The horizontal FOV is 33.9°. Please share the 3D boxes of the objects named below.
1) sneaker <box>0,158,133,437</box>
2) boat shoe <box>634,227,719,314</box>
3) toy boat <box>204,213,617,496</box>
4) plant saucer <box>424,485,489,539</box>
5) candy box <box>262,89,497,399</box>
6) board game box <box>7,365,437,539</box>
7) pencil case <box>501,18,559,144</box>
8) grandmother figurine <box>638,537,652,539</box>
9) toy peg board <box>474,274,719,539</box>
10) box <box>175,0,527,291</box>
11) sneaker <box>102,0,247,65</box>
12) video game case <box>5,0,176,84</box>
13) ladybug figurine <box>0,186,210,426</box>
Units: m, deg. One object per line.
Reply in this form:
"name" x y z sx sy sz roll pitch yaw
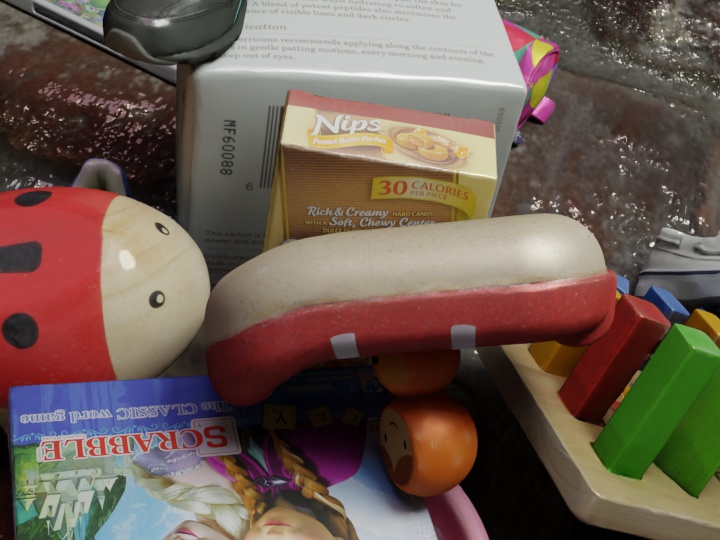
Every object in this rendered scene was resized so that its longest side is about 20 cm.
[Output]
"sneaker" -0.181 0.013 0.711 0.075 0.077 0.201 10 45 -6
"boat shoe" 0.255 -0.013 0.766 0.074 0.202 0.087 16 86 -16
"toy boat" 0.025 0.044 0.574 0.199 0.132 0.131 -5 2 7
"plant saucer" -0.031 0.161 0.613 0.199 0.051 0.201 8 43 -7
"candy box" 0.000 0.000 0.680 0.115 0.201 0.055 8 43 -5
"board game box" -0.062 0.136 0.562 0.199 0.041 0.200 -3 45 -18
"pencil case" 0.069 -0.185 0.986 0.199 0.089 0.088 30 45 14
"grandmother figurine" 0.193 0.178 0.646 0.121 0.061 0.200 14 35 -43
"toy peg board" 0.183 0.056 0.671 0.199 0.098 0.199 18 25 -27
"box" -0.022 -0.095 0.777 0.198 0.201 0.172 1 45 -11
"sneaker" -0.081 -0.187 0.660 0.075 0.080 0.200 21 47 14
"video game case" -0.197 -0.235 1.015 0.199 0.018 0.143 27 44 14
"ladybug figurine" -0.183 0.012 0.634 0.199 0.072 0.136 -9 62 5
